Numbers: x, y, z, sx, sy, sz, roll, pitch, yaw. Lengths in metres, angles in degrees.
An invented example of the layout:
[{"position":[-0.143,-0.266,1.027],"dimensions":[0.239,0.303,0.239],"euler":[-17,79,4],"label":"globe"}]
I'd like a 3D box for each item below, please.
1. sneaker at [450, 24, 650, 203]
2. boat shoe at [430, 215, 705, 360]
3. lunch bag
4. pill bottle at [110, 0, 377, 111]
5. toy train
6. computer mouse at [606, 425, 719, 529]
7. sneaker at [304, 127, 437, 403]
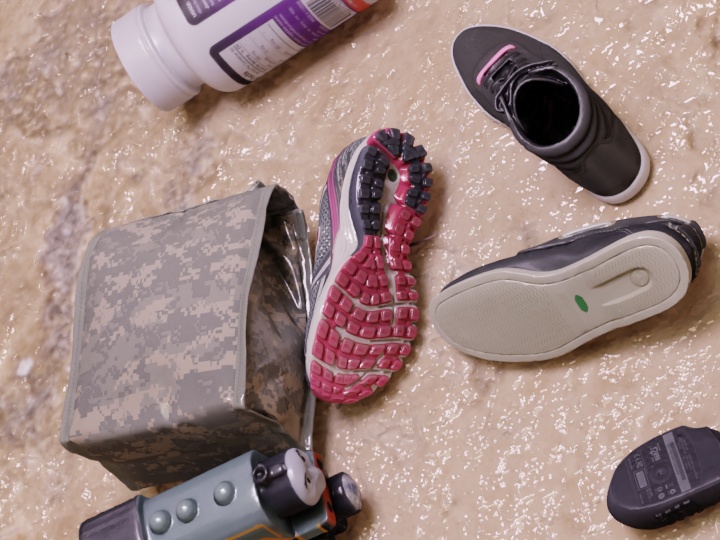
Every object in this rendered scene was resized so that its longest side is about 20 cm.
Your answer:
[{"position":[0.118,-0.131,1.559],"dimensions":[0.071,0.099,0.200],"euler":[-48,53,5],"label":"sneaker"},{"position":[0.141,0.010,1.508],"dimensions":[0.199,0.072,0.068],"euler":[-17,21,30],"label":"boat shoe"},{"position":[-0.119,0.042,1.604],"dimensions":[0.163,0.118,0.201],"euler":[-13,58,27],"label":"lunch bag"},{"position":[-0.089,-0.208,1.703],"dimensions":[0.199,0.111,0.112],"euler":[-31,57,14],"label":"pill bottle"},{"position":[-0.099,0.183,1.535],"dimensions":[0.199,0.114,0.086],"euler":[-25,59,19],"label":"toy train"},{"position":[0.251,0.116,1.421],"dimensions":[0.199,0.034,0.059],"euler":[-23,42,14],"label":"computer mouse"},{"position":[0.000,0.000,1.592],"dimensions":[0.074,0.080,0.201],"euler":[-13,59,57],"label":"sneaker"}]
